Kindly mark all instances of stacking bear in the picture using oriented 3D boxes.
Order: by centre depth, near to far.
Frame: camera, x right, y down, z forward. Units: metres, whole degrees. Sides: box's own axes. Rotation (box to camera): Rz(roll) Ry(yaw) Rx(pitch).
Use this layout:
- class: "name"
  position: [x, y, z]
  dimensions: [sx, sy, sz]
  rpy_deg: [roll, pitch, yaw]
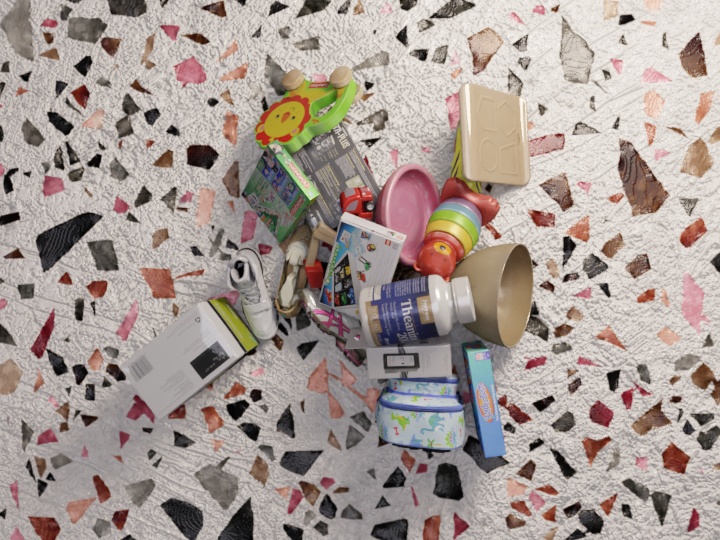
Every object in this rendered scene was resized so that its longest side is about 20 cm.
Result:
- class: "stacking bear"
  position: [0.172, -0.063, 1.271]
  dimensions: [0.121, 0.114, 0.201]
  rpy_deg: [30, 56, 3]

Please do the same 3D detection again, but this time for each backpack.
- class: "backpack"
  position: [0.117, 0.270, 1.279]
  dimensions: [0.181, 0.200, 0.149]
  rpy_deg: [3, 91, 5]

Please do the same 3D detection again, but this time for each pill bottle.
- class: "pill bottle"
  position: [0.104, 0.070, 1.187]
  dimensions: [0.198, 0.111, 0.112]
  rpy_deg: [-11, 90, 12]

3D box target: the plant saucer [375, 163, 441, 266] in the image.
- class: "plant saucer"
  position: [0.094, -0.110, 1.301]
  dimensions: [0.050, 0.200, 0.203]
  rpy_deg: [1, 91, 38]

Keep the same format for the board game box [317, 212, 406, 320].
- class: "board game box"
  position: [0.000, 0.000, 1.253]
  dimensions: [0.125, 0.035, 0.201]
  rpy_deg: [22, 123, 7]

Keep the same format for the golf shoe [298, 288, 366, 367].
- class: "golf shoe"
  position: [-0.044, 0.101, 1.355]
  dimensions: [0.092, 0.073, 0.200]
  rpy_deg: [-44, 101, -3]

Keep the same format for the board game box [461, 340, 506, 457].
- class: "board game box"
  position: [0.242, 0.248, 1.294]
  dimensions: [0.045, 0.152, 0.202]
  rpy_deg: [-9, 89, 5]

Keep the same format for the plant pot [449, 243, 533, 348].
- class: "plant pot"
  position: [0.246, 0.043, 1.289]
  dimensions: [0.133, 0.200, 0.202]
  rpy_deg: [5, 91, 33]

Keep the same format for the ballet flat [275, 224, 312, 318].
- class: "ballet flat"
  position: [-0.134, 0.003, 1.364]
  dimensions: [0.070, 0.065, 0.202]
  rpy_deg: [9, 90, 7]

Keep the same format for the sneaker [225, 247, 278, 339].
- class: "sneaker"
  position: [-0.227, 0.050, 1.346]
  dimensions: [0.074, 0.115, 0.202]
  rpy_deg: [-15, 89, 5]

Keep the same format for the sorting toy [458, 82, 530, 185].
- class: "sorting toy"
  position: [0.265, -0.265, 1.299]
  dimensions: [0.036, 0.199, 0.187]
  rpy_deg: [-3, 90, 49]

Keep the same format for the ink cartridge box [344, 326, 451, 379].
- class: "ink cartridge box"
  position: [0.076, 0.156, 1.269]
  dimensions: [0.198, 0.116, 0.069]
  rpy_deg: [-2, 105, 7]

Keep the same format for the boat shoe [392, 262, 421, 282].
- class: "boat shoe"
  position: [0.089, 0.005, 1.346]
  dimensions: [0.199, 0.068, 0.072]
  rpy_deg: [32, 93, 4]

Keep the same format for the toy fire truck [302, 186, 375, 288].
- class: "toy fire truck"
  position: [-0.044, -0.066, 1.289]
  dimensions: [0.140, 0.049, 0.202]
  rpy_deg: [-6, 122, -11]

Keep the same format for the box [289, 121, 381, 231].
- class: "box"
  position: [-0.063, -0.190, 1.347]
  dimensions: [0.163, 0.086, 0.201]
  rpy_deg: [-30, 88, 4]

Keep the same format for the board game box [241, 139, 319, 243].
- class: "board game box"
  position: [-0.165, -0.153, 1.310]
  dimensions: [0.029, 0.200, 0.135]
  rpy_deg: [-37, 87, -33]

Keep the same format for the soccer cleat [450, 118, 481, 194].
- class: "soccer cleat"
  position: [0.219, -0.228, 1.326]
  dimensions: [0.064, 0.084, 0.202]
  rpy_deg: [4, 91, 4]

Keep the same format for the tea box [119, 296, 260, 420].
- class: "tea box"
  position: [-0.334, 0.169, 1.315]
  dimensions: [0.199, 0.197, 0.134]
  rpy_deg: [-38, 88, 3]

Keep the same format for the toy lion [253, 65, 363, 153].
- class: "toy lion"
  position: [-0.115, -0.310, 1.302]
  dimensions: [0.199, 0.069, 0.193]
  rpy_deg: [7, 64, 34]
